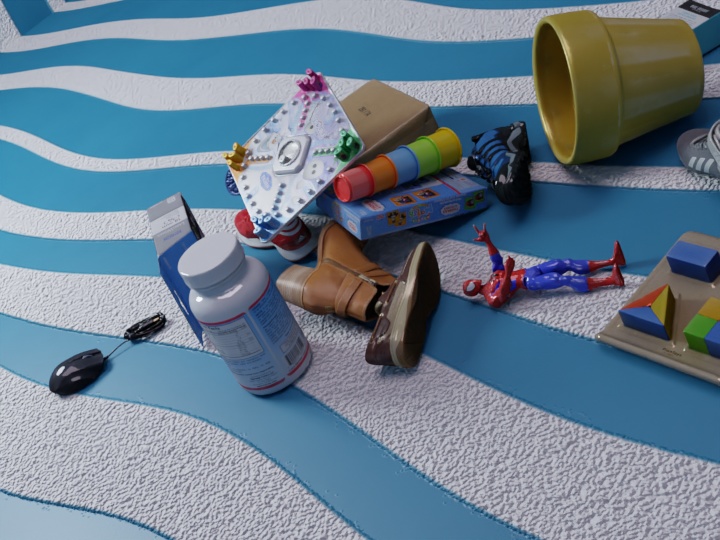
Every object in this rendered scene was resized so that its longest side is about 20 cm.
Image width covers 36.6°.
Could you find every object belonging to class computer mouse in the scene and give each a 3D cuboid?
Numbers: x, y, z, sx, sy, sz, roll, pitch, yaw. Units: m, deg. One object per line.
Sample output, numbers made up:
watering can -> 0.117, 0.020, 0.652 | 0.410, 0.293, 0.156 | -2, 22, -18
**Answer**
computer mouse -> -0.379, 0.117, 1.619 | 0.199, 0.034, 0.059 | -36, 32, -12

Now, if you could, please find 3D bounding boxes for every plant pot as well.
plant pot -> 0.349, -0.258, 1.470 | 0.188, 0.202, 0.201 | -12, 32, -4

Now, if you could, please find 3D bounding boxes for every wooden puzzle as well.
wooden puzzle -> 0.375, 0.028, 1.172 | 0.200, 0.046, 0.185 | -42, 35, -21

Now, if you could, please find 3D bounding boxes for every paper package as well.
paper package -> 0.012, -0.190, 1.692 | 0.190, 0.104, 0.200 | -37, 34, -11

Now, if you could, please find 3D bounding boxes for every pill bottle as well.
pill bottle -> -0.149, 0.054, 1.381 | 0.108, 0.201, 0.109 | -19, 33, 13

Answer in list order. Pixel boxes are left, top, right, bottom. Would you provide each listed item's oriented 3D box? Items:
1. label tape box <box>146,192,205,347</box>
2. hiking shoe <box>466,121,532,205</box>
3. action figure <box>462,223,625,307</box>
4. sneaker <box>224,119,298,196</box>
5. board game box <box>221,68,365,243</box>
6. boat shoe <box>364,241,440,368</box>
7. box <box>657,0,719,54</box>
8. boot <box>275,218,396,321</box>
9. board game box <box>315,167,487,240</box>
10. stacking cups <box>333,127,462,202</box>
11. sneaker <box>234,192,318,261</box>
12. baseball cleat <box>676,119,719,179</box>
label tape box -> -0.245, -0.004, 1.587 | 0.063, 0.145, 0.200 | -26, 33, -2
hiking shoe -> 0.192, -0.140, 1.516 | 0.086, 0.075, 0.200 | -9, 26, 15
action figure -> 0.207, -0.012, 1.310 | 0.199, 0.099, 0.065 | -14, 33, 25
sneaker -> -0.114, -0.170, 1.653 | 0.199, 0.071, 0.078 | -26, -13, 31
board game box -> -0.103, -0.168, 1.551 | 0.200, 0.026, 0.200 | -42, 44, 15
boat shoe -> 0.050, 0.042, 1.375 | 0.072, 0.072, 0.201 | -8, 44, 26
box -> 0.437, -0.323, 1.609 | 0.199, 0.049, 0.082 | -32, 33, -6
boot -> 0.000, 0.000, 1.480 | 0.154, 0.074, 0.200 | 14, 46, 35
board game box -> 0.055, -0.104, 1.537 | 0.199, 0.037, 0.151 | -14, 27, -22
stacking cups -> 0.054, -0.142, 1.511 | 0.199, 0.061, 0.060 | -26, 27, -34
sneaker -> -0.146, -0.092, 1.660 | 0.078, 0.116, 0.199 | -43, 36, -23
baseball cleat -> 0.438, -0.152, 1.318 | 0.070, 0.107, 0.200 | -34, 31, 0
